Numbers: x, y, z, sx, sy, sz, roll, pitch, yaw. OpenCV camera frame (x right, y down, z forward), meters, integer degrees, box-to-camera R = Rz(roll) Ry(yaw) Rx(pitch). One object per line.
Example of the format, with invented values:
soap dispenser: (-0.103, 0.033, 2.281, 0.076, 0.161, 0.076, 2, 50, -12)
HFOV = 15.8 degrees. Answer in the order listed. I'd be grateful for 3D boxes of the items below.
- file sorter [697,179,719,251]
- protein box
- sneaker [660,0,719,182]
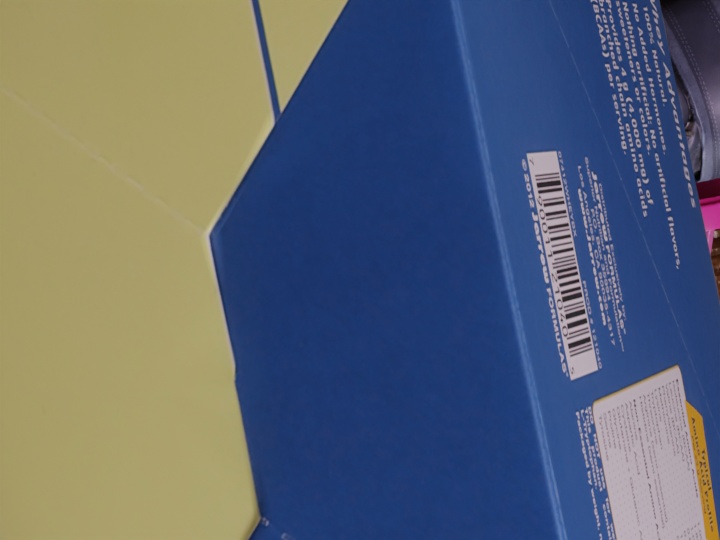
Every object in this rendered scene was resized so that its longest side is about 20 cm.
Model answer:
file sorter: (0.126, -0.009, 1.243, 0.139, 0.126, 0.200, -11, -156, -37)
protein box: (0.006, 0.016, 0.652, 0.135, 0.199, 0.200, -11, 180, 19)
sneaker: (0.103, -0.068, 0.890, 0.146, 0.077, 0.202, -17, 174, 4)
